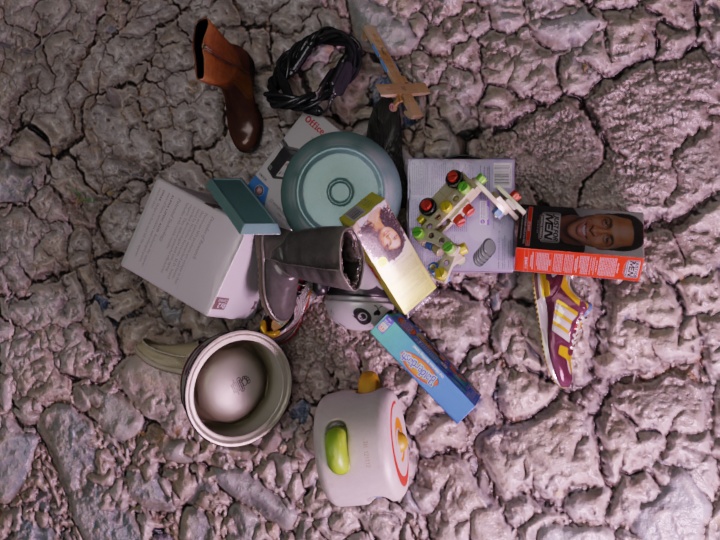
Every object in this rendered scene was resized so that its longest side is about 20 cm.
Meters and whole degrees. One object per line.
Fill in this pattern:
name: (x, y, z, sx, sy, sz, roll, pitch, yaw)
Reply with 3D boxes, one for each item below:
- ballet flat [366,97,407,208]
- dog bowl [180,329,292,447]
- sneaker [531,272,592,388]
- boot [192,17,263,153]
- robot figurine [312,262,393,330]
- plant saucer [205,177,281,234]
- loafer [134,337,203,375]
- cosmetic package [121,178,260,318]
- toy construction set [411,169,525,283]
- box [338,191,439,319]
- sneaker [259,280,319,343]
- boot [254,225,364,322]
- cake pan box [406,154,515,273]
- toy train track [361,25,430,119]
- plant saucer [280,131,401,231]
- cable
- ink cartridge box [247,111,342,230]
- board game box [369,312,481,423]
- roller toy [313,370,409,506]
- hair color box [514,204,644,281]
ballet flat: (0.049, -0.204, 1.471, 0.066, 0.057, 0.203, -7, 81, 34)
dog bowl: (-0.221, 0.196, 1.448, 0.198, 0.073, 0.203, -5, 99, -31)
sneaker: (0.338, 0.089, 1.378, 0.089, 0.075, 0.203, -11, 87, 17)
boot: (-0.227, -0.311, 1.447, 0.067, 0.200, 0.191, 3, 89, 12)
robot figurine: (0.002, 0.000, 1.427, 0.148, 0.125, 0.203, 3, 88, 12)
plant saucer: (-0.193, -0.109, 1.376, 0.069, 0.200, 0.019, -2, 118, -27)
loafer: (-0.309, 0.155, 1.518, 0.198, 0.076, 0.069, 18, 91, 3)
cosmetic package: (-0.264, -0.034, 1.449, 0.198, 0.165, 0.167, 27, 95, 20)
toy construction set: (0.165, -0.081, 1.352, 0.199, 0.092, 0.131, -38, 59, -6)
box: (0.047, -0.022, 1.338, 0.075, 0.050, 0.201, -39, 122, -9)
sneaker: (-0.111, 0.039, 1.472, 0.077, 0.082, 0.202, 27, 93, 12)
boot: (-0.076, 0.010, 1.334, 0.198, 0.072, 0.184, 7, 118, 35)
cake pan box: (0.168, -0.096, 1.423, 0.181, 0.052, 0.203, -1, 89, 3)
toy train track: (0.049, -0.339, 1.463, 0.033, 0.114, 0.202, -47, 62, 47)
plant saucer: (-0.032, -0.124, 1.351, 0.197, 0.036, 0.203, 0, 90, 1)
cable: (-0.082, -0.347, 1.470, 0.161, 0.051, 0.202, 3, 57, 29)
ink cartridge box: (-0.089, -0.158, 1.449, 0.201, 0.084, 0.145, -51, 55, 6)
board game box: (0.110, 0.155, 1.386, 0.045, 0.152, 0.200, -45, 80, 7)
roller toy: (0.010, 0.287, 1.389, 0.138, 0.201, 0.184, -9, 121, 12)
hair color box: (0.353, -0.046, 1.364, 0.197, 0.062, 0.102, 5, 51, 11)
